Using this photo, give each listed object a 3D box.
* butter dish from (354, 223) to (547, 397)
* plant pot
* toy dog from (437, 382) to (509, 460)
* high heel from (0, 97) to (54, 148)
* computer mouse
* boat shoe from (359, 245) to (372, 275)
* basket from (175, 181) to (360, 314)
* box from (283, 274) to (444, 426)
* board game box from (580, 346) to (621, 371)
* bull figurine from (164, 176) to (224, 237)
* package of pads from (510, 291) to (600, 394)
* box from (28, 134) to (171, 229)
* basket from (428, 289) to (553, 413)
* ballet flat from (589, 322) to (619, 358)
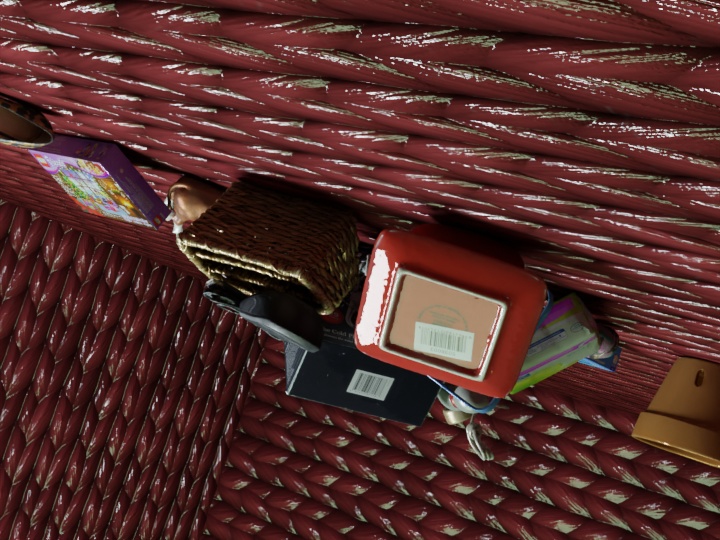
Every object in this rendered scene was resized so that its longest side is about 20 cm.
[{"bbox_3d":[0.111,0.020,1.484,0.199,0.148,0.200,17,130,5],"label":"butter dish"},{"bbox_3d":[0.527,0.217,1.940,0.199,0.141,0.200,18,174,2],"label":"plant pot"},{"bbox_3d":[0.157,0.158,1.743,0.132,0.096,0.200,65,171,-23],"label":"toy dog"},{"bbox_3d":[-0.488,-0.195,1.609,0.142,0.072,0.200,23,-167,29],"label":"high heel"},{"bbox_3d":[-0.106,0.052,1.615,0.138,0.053,0.200,33,171,-28],"label":"computer mouse"},{"bbox_3d":[0.000,0.000,1.893,0.092,0.075,0.200,13,178,-26],"label":"boat shoe"},{"bbox_3d":[-0.117,-0.004,1.638,0.199,0.149,0.143,16,130,21],"label":"basket"},{"bbox_3d":[0.001,0.097,1.751,0.199,0.104,0.183,15,-149,-17],"label":"box"},{"bbox_3d":[0.303,0.107,2.084,0.199,0.045,0.152,14,173,40],"label":"board game box"},{"bbox_3d":[-0.193,-0.070,1.842,0.199,0.065,0.121,31,145,-19],"label":"bull figurine"},{"bbox_3d":[0.248,0.100,1.740,0.154,0.068,0.200,-27,165,6],"label":"package of pads"},{"bbox_3d":[-0.374,-0.129,1.826,0.199,0.039,0.137,13,148,46],"label":"box"},{"bbox_3d":[0.123,0.063,1.615,0.199,0.177,0.139,28,175,25],"label":"basket"},{"bbox_3d":[0.299,0.091,1.917,0.071,0.069,0.200,43,158,-29],"label":"ballet flat"}]
